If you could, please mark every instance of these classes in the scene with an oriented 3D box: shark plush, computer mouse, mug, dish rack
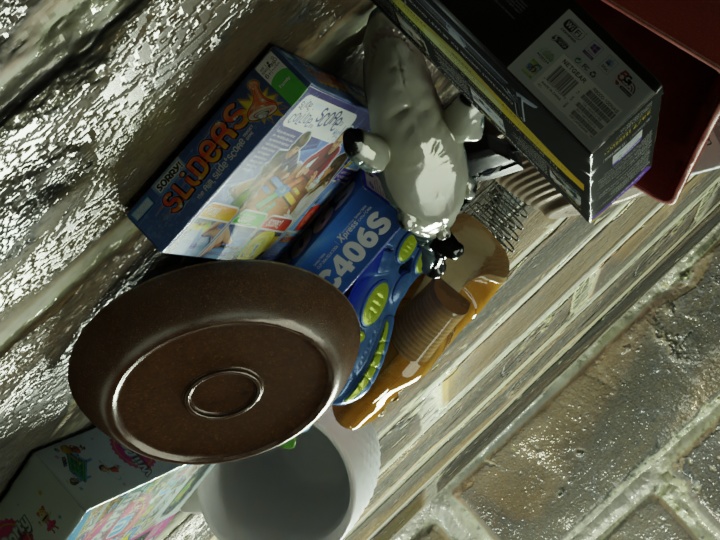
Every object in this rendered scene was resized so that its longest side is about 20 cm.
[{"bbox_3d":[0.045,-0.073,1.092,0.091,0.083,0.200,-28,136,3],"label":"shark plush"},{"bbox_3d":[0.123,-0.080,1.290,0.059,0.199,0.034,29,74,-44],"label":"computer mouse"},{"bbox_3d":[-0.078,0.183,1.565,0.199,0.148,0.175,-17,-175,16],"label":"mug"},{"bbox_3d":[0.115,-0.032,1.641,0.200,0.055,0.154,-41,167,-18],"label":"dish rack"}]

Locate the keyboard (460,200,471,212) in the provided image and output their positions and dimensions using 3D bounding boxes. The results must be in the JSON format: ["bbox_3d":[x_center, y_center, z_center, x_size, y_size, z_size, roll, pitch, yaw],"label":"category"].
[{"bbox_3d":[0.019,0.003,1.395,0.200,0.021,0.127,-47,169,9],"label":"keyboard"}]

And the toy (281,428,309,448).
[{"bbox_3d":[-0.006,0.081,1.434,0.200,0.047,0.115,-42,176,-33],"label":"toy"}]

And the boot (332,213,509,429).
[{"bbox_3d":[0.041,0.040,1.352,0.144,0.071,0.201,-47,-177,27],"label":"boot"}]

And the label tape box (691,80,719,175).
[{"bbox_3d":[0.296,-0.131,1.206,0.143,0.066,0.200,-33,-172,-31],"label":"label tape box"}]

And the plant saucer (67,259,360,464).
[{"bbox_3d":[-0.094,0.071,1.134,0.199,0.035,0.201,-10,139,-9],"label":"plant saucer"}]

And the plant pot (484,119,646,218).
[{"bbox_3d":[0.188,-0.100,1.387,0.200,0.093,0.201,-15,173,-2],"label":"plant pot"}]

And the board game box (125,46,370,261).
[{"bbox_3d":[-0.055,-0.066,1.070,0.135,0.034,0.200,-47,167,9],"label":"board game box"}]

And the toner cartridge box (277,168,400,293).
[{"bbox_3d":[-0.047,0.006,1.210,0.200,0.043,0.095,-49,-164,17],"label":"toner cartridge box"}]

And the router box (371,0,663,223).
[{"bbox_3d":[0.074,-0.127,0.914,0.052,0.200,0.157,-43,167,-2],"label":"router box"}]

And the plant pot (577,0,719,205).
[{"bbox_3d":[0.175,-0.195,1.077,0.177,0.200,0.200,-54,170,-17],"label":"plant pot"}]

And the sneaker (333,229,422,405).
[{"bbox_3d":[0.000,0.000,1.258,0.071,0.083,0.200,36,77,-46],"label":"sneaker"}]

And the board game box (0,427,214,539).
[{"bbox_3d":[-0.205,0.182,1.310,0.148,0.064,0.200,-52,164,27],"label":"board game box"}]
